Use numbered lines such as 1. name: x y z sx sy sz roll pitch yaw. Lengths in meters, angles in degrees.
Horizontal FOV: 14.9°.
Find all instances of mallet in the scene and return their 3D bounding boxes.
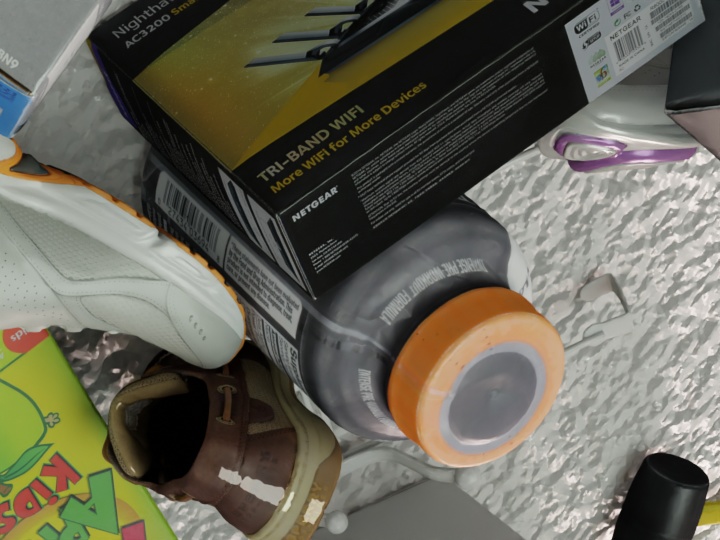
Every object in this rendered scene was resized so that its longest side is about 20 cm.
1. mallet: 0.213 0.140 1.520 0.200 0.041 0.066 8 112 -45

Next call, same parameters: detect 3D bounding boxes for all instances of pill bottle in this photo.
1. pill bottle: 0.000 0.000 1.135 0.106 0.200 0.107 -20 130 -26

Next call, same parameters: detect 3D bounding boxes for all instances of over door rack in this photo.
1. over door rack: 0.044 0.024 1.283 0.200 0.067 0.148 -33 135 -15

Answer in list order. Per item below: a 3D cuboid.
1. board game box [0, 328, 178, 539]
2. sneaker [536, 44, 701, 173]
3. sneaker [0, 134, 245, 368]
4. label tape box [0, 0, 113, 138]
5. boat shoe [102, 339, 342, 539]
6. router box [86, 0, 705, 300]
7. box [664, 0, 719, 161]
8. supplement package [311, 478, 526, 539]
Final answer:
1. board game box: -0.154 0.095 1.192 0.101 0.048 0.200 -37 135 -11
2. sneaker: 0.134 -0.099 1.243 0.200 0.075 0.100 -21 105 -54
3. sneaker: -0.139 -0.001 1.090 0.200 0.076 0.092 32 86 -24
4. label tape box: -0.088 -0.150 0.974 0.063 0.144 0.200 35 82 -7
5. boat shoe: -0.070 0.063 1.147 0.072 0.200 0.072 22 97 -21
6. router box: 0.012 -0.097 1.108 0.200 0.157 0.052 -36 135 -13
7. box: 0.200 -0.135 1.156 0.141 0.079 0.201 35 60 -53
8. supplement package: 0.049 0.206 1.308 0.119 0.200 0.122 -22 122 -24
